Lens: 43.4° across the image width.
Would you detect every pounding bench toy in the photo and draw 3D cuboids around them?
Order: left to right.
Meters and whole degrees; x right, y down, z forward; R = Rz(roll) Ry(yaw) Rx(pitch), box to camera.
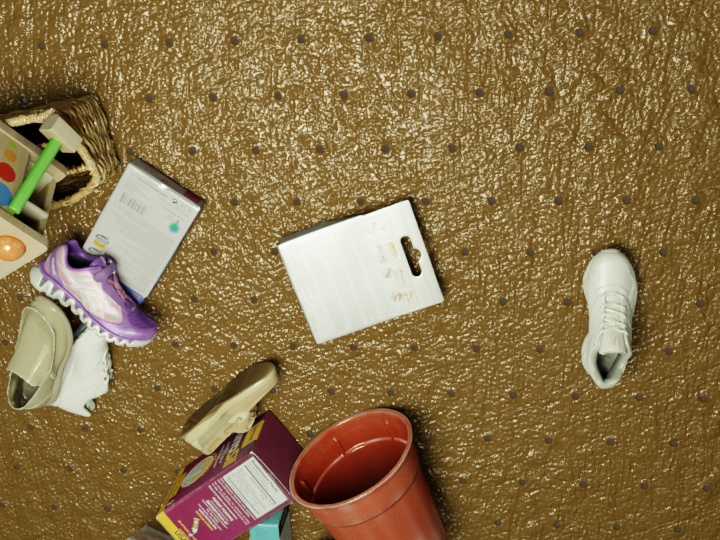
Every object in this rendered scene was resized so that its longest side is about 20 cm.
[{"bbox_3d":[-0.443,-0.095,1.130,0.199,0.157,0.124,-25,136,26],"label":"pounding bench toy"}]

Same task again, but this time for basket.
[{"bbox_3d":[-0.452,-0.147,1.240,0.198,0.149,0.144,-10,108,9],"label":"basket"}]

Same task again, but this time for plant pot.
[{"bbox_3d":[0.025,0.347,1.346,0.199,0.201,0.196,-22,114,13],"label":"plant pot"}]

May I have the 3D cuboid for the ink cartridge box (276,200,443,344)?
[{"bbox_3d":[0.000,0.000,1.299,0.198,0.057,0.164,-20,106,4],"label":"ink cartridge box"}]

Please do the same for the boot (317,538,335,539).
[{"bbox_3d":[-0.047,0.516,1.418,0.076,0.200,0.169,-5,116,50],"label":"boot"}]

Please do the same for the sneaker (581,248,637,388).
[{"bbox_3d":[0.350,0.072,1.250,0.077,0.099,0.202,-2,109,7],"label":"sneaker"}]

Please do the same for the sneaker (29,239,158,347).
[{"bbox_3d":[-0.370,0.028,1.291,0.199,0.081,0.089,36,109,-4],"label":"sneaker"}]

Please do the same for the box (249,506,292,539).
[{"bbox_3d":[-0.139,0.471,1.455,0.049,0.082,0.202,-1,109,7],"label":"box"}]

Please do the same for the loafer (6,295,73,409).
[{"bbox_3d":[-0.466,0.128,1.300,0.075,0.068,0.201,26,123,16],"label":"loafer"}]

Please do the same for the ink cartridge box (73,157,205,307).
[{"bbox_3d":[-0.326,-0.049,1.317,0.119,0.042,0.201,33,108,-6],"label":"ink cartridge box"}]

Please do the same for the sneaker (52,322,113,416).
[{"bbox_3d":[-0.413,0.141,1.385,0.087,0.075,0.201,28,119,-11],"label":"sneaker"}]

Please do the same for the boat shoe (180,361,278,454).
[{"bbox_3d":[-0.188,0.211,1.382,0.200,0.071,0.065,-38,108,25],"label":"boat shoe"}]

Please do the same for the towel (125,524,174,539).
[{"bbox_3d":[-0.270,0.459,1.419,0.198,0.191,0.032,25,81,-2],"label":"towel"}]

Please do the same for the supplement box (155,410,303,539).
[{"bbox_3d":[-0.195,0.330,1.387,0.199,0.131,0.103,-35,102,16],"label":"supplement box"}]
